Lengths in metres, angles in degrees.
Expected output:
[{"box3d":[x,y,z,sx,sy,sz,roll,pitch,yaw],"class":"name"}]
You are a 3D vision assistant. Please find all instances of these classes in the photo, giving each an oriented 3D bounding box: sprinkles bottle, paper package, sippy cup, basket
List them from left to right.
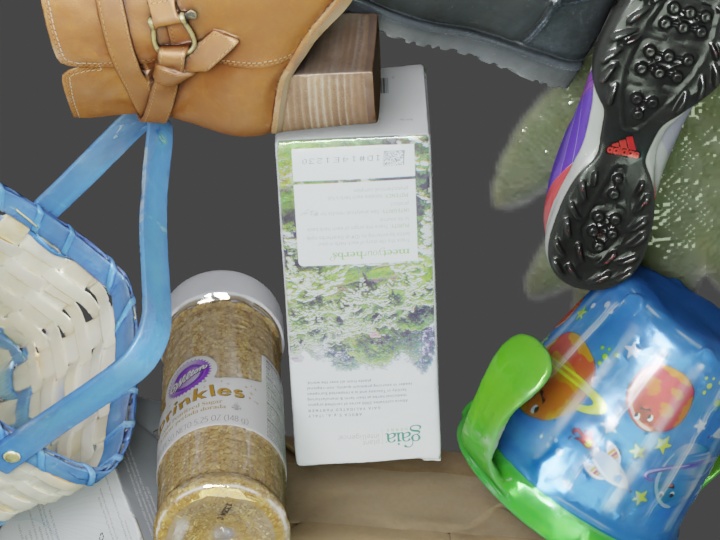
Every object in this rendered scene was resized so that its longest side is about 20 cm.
[{"box3d":[-0.164,0.028,1.234,0.200,0.177,0.139,-35,125,26],"class":"basket"},{"box3d":[-0.071,0.078,1.253,0.068,0.200,0.068,-2,121,-3],"class":"sprinkles bottle"},{"box3d":[0.018,0.207,1.393,0.190,0.104,0.201,5,120,-8],"class":"paper package"},{"box3d":[0.142,0.072,1.305,0.139,0.178,0.131,37,107,6],"class":"sippy cup"}]

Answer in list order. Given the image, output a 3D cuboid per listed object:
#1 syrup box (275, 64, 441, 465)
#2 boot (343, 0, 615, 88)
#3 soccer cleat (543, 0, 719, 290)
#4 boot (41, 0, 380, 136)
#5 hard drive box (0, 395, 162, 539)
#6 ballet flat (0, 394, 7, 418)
[{"box3d":[0.000,0.000,1.280,0.078,0.082,0.201,-3,121,1],"class":"syrup box"},{"box3d":[0.082,-0.198,1.170,0.164,0.066,0.200,14,126,-26],"class":"boot"},{"box3d":[0.137,-0.089,1.238,0.068,0.073,0.201,11,120,-12],"class":"soccer cleat"},{"box3d":[-0.071,-0.146,1.126,0.155,0.077,0.200,1,137,4],"class":"boot"},{"box3d":[-0.146,0.191,1.336,0.077,0.156,0.200,16,121,-32],"class":"hard drive box"},{"box3d":[-0.265,0.101,1.333,0.199,0.072,0.072,5,121,-7],"class":"ballet flat"}]
